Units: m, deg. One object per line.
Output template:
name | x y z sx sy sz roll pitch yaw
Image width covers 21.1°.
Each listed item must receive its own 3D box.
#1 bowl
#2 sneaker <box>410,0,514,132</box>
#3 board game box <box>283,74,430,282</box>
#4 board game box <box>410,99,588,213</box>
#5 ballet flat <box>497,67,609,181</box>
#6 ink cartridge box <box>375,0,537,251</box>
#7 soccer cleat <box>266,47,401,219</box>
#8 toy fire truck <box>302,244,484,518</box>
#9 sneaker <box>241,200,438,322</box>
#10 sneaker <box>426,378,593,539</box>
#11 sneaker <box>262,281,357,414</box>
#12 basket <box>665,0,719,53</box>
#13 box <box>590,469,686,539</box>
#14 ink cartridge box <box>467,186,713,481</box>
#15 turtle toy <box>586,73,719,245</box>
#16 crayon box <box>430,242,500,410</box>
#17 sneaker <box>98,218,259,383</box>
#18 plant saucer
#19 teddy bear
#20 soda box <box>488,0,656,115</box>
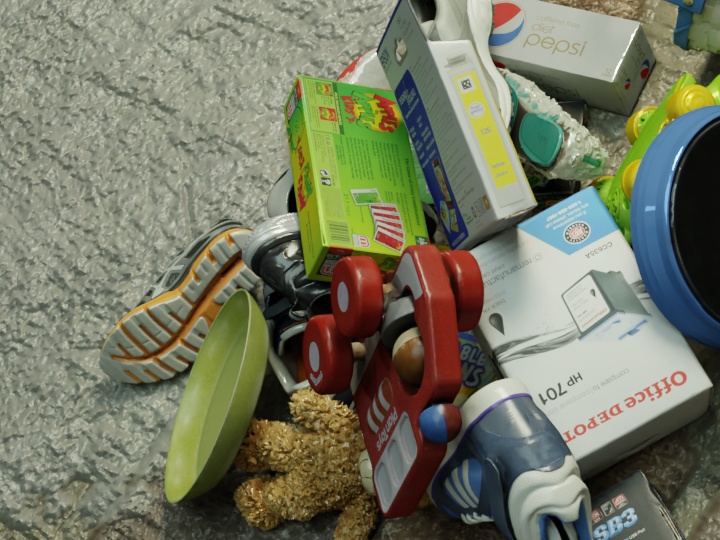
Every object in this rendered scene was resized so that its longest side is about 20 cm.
bowl | 0.307 -0.036 1.572 0.039 0.200 0.201 -8 55 57
sneaker | 0.084 -0.179 1.741 0.074 0.079 0.201 -41 53 52
board game box | -0.004 -0.078 1.698 0.101 0.048 0.201 8 49 -20
board game box | 0.111 -0.104 1.798 0.199 0.023 0.105 -2 65 24
ballet flat | 0.161 -0.124 1.729 0.072 0.072 0.200 -39 32 1
ink cartridge box | 0.077 -0.122 1.622 0.047 0.198 0.201 -18 85 -8
soccer cleat | -0.018 -0.118 1.809 0.200 0.069 0.085 -54 19 6
toy fire truck | 0.039 0.083 1.541 0.112 0.200 0.168 -3 56 -22
sneaker | 0.000 0.000 1.721 0.199 0.076 0.114 -10 53 -32
sneaker | 0.122 0.192 1.547 0.080 0.200 0.147 -17 61 -22
sneaker | -0.050 0.042 1.761 0.078 0.079 0.201 -26 55 11
basket | 0.315 -0.273 1.703 0.200 0.139 0.176 33 48 20
box | 0.190 0.293 1.536 0.200 0.050 0.199 -32 54 6
ink cartridge box | 0.181 0.055 1.605 0.146 0.086 0.200 -29 71 -2
turtle toy | 0.284 -0.100 1.660 0.101 0.146 0.200 35 80 -6
crayon box | 0.095 0.054 1.704 0.125 0.052 0.201 11 69 28
sneaker | -0.168 0.029 1.832 0.200 0.078 0.077 -41 26 6
plant saucer | -0.124 0.115 1.720 0.031 0.200 0.201 20 67 -15
teddy bear | -0.031 0.173 1.671 0.199 0.067 0.146 12 92 29
soda box | 0.168 -0.207 1.802 0.199 0.064 0.068 17 72 31
